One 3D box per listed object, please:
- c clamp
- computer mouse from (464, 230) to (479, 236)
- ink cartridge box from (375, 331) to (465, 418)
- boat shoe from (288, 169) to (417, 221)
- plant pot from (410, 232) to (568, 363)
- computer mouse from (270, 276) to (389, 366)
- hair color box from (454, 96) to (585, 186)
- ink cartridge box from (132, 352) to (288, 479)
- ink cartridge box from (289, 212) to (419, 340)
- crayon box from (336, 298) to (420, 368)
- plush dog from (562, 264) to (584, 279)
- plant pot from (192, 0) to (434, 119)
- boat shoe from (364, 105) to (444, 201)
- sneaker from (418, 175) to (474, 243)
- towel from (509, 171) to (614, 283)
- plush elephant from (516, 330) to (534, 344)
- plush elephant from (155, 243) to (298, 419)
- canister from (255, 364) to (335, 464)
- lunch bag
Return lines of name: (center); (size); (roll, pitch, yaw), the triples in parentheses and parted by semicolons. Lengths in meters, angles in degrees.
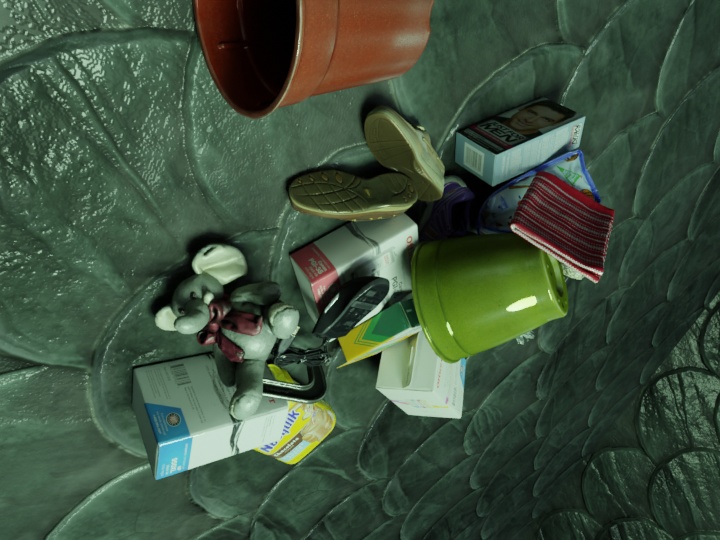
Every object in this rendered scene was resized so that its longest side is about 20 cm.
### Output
c clamp: (-0.129, 0.145, 0.869); (0.197, 0.172, 0.027); (13, 126, -29)
computer mouse: (0.257, -0.022, 1.002); (0.197, 0.034, 0.060); (21, 74, -19)
ink cartridge box: (0.124, 0.204, 1.087); (0.200, 0.123, 0.130); (49, 45, -48)
boat shoe: (-0.013, -0.100, 0.792); (0.197, 0.073, 0.068); (-4, 154, -24)
plant pot: (0.208, 0.025, 0.828); (0.191, 0.204, 0.200); (-17, 150, 30)
computer mouse: (-0.053, 0.067, 0.794); (0.200, 0.046, 0.139); (-49, 149, 22)
hair color box: (0.266, -0.220, 0.900); (0.198, 0.099, 0.061); (-25, 135, -21)
ink cartridge box: (-0.229, 0.207, 0.819); (0.197, 0.145, 0.085); (-7, 130, -34)
ink cartridge box: (0.000, 0.000, 0.880); (0.198, 0.083, 0.148); (-29, 137, -16)
crayon box: (0.048, 0.108, 0.972); (0.125, 0.052, 0.199); (-10, 161, -49)
plush dog: (0.431, -0.093, 1.140); (0.199, 0.158, 0.175); (-23, 128, -64)
plant pot: (-0.040, -0.271, 0.551); (0.193, 0.200, 0.203); (-19, 135, -37)
boat shoe: (0.072, -0.184, 0.806); (0.200, 0.071, 0.066); (40, 59, -45)
sneaker: (0.143, -0.063, 0.944); (0.080, 0.084, 0.202); (-10, 130, -32)
towel: (0.304, -0.075, 0.793); (0.200, 0.143, 0.023); (-48, 168, -48)
plush elephant: (0.228, 0.072, 1.053); (0.153, 0.201, 0.166); (0, 132, -35)
plush elephant: (-0.188, 0.062, 0.725); (0.153, 0.201, 0.166); (22, 109, -22)
canister: (-0.146, 0.273, 0.990); (0.148, 0.087, 0.200); (-42, 141, -2)
lunch bag: (0.304, -0.110, 0.963); (0.197, 0.126, 0.170); (-22, 173, 9)
